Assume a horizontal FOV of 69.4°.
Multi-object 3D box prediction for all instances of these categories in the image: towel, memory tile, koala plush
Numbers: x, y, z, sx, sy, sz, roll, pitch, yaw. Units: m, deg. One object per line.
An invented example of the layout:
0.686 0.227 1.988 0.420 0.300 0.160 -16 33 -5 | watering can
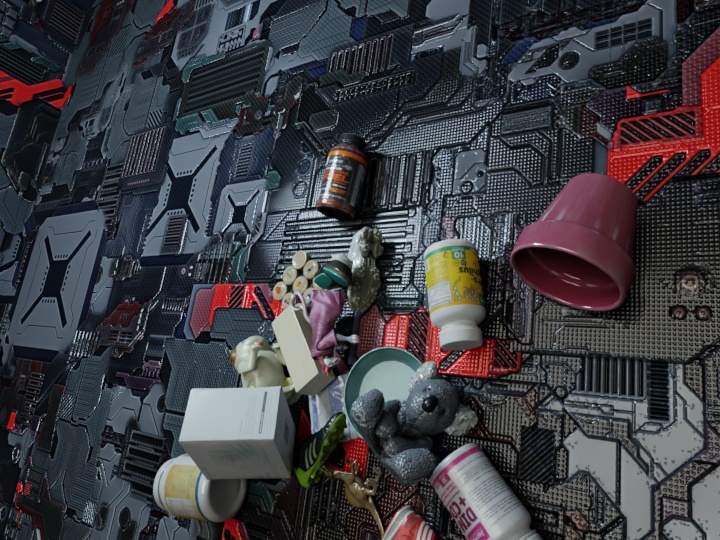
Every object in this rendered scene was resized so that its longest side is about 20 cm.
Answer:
-0.035 0.304 1.165 0.197 0.024 0.150 -21 64 27 | towel
-0.142 0.054 1.329 0.154 0.017 0.200 -53 53 8 | memory tile
0.106 0.278 0.978 0.199 0.185 0.177 -38 66 -15 | koala plush

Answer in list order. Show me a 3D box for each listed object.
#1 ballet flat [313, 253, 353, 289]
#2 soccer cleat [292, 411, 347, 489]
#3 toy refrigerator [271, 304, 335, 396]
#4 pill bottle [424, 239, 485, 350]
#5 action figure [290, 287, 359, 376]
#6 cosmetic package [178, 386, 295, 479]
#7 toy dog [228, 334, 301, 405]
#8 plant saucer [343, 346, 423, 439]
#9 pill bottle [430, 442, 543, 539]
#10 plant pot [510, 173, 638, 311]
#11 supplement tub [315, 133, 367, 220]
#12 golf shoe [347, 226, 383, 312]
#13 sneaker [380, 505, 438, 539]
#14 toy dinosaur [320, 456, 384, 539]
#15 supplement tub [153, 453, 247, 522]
-0.059 -0.003 1.198 0.069 0.068 0.199 -55 16 -17 | ballet flat
-0.094 0.382 1.135 0.081 0.067 0.203 37 110 32 | soccer cleat
-0.135 0.187 1.225 0.076 0.070 0.202 -42 51 17 | toy refrigerator
0.190 0.051 1.040 0.111 0.112 0.204 -15 65 29 | pill bottle
-0.084 0.134 1.158 0.135 0.146 0.203 119 157 -54 | action figure
-0.255 0.355 1.121 0.195 0.201 0.125 -2 48 4 | cosmetic package
-0.240 0.251 1.273 0.201 0.137 0.196 56 143 32 | toy dog
0.060 0.264 1.088 0.196 0.036 0.205 -6 74 21 | plant saucer
0.219 0.414 0.894 0.114 0.113 0.201 -47 54 11 | pill bottle
0.388 -0.057 0.906 0.198 0.201 0.181 19 69 37 | plant pot
-0.042 -0.236 1.304 0.105 0.106 0.204 6 77 35 | supplement tub
0.000 0.000 1.231 0.097 0.077 0.204 -7 69 59 | golf shoe
0.075 0.559 0.967 0.115 0.078 0.203 28 92 39 | sneaker
0.007 0.457 1.075 0.199 0.058 0.102 41 115 25 | toy dinosaur
-0.389 0.521 1.258 0.197 0.144 0.148 -11 68 31 | supplement tub
